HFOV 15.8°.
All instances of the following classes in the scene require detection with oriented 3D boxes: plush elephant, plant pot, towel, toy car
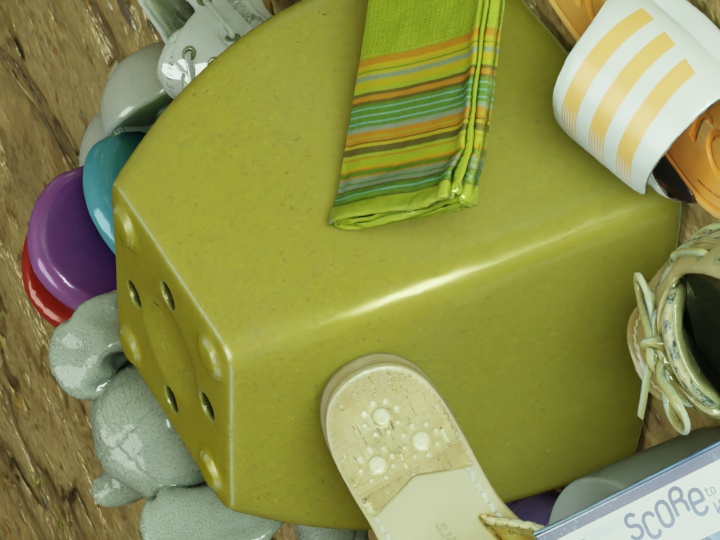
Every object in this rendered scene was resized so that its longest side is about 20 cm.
[{"bbox_3d":[-0.076,0.083,1.341,0.200,0.154,0.165,116,136,-61],"label":"plush elephant"},{"bbox_3d":[0.000,0.000,1.165,0.194,0.199,0.196,54,154,34],"label":"plant pot"},{"bbox_3d":[0.027,-0.116,1.060,0.086,0.018,0.201,-10,67,50],"label":"towel"},{"bbox_3d":[-0.127,-0.024,1.527,0.176,0.149,0.200,65,159,9],"label":"toy car"}]

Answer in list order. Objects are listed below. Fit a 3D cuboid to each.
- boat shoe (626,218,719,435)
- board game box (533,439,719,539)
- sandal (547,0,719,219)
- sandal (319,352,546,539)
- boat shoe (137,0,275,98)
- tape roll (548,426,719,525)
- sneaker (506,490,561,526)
[{"bbox_3d":[0.138,0.018,0.963,0.074,0.062,0.200,63,160,5],"label":"boat shoe"},{"bbox_3d":[0.169,0.122,0.980,0.200,0.034,0.136,-32,80,43],"label":"board game box"},{"bbox_3d":[0.095,-0.084,1.040,0.207,0.059,0.079,54,156,31],"label":"sandal"},{"bbox_3d":[0.055,0.131,1.065,0.212,0.077,0.070,54,-178,-17],"label":"sandal"},{"bbox_3d":[-0.070,-0.100,1.330,0.200,0.069,0.071,-122,31,-51],"label":"boat shoe"},{"bbox_3d":[0.160,0.170,1.127,0.200,0.066,0.201,50,152,39],"label":"tape roll"},{"bbox_3d":[0.115,0.206,1.271,0.087,0.075,0.201,-2,109,62],"label":"sneaker"}]
